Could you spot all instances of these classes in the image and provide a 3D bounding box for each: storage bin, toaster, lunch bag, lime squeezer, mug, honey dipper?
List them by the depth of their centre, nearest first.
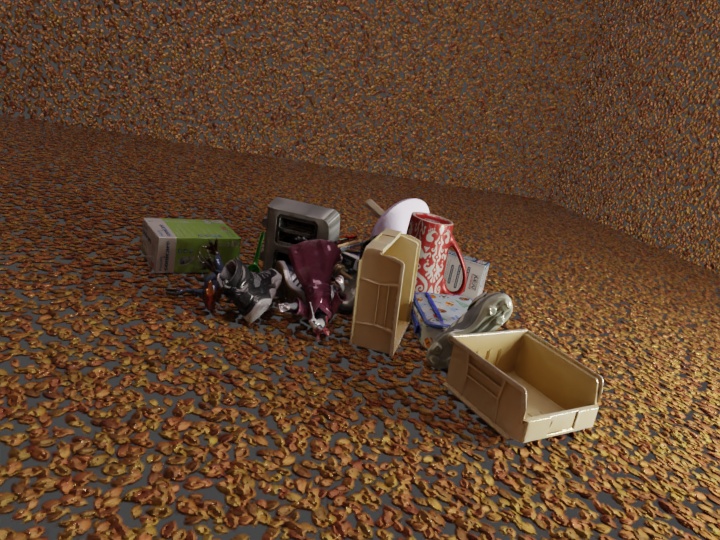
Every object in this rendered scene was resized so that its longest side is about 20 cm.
[{"bbox_3d":[0.278,0.193,1.022,0.194,0.097,0.197,1,20,-33],"label":"storage bin"},{"bbox_3d":[0.055,0.037,1.206,0.090,0.206,0.200,11,17,13],"label":"storage bin"},{"bbox_3d":[0.185,0.110,1.280,0.154,0.078,0.201,7,17,-7],"label":"lunch bag"},{"bbox_3d":[-0.247,0.010,1.318,0.037,0.071,0.203,22,48,-2],"label":"lime squeezer"},{"bbox_3d":[-0.139,-0.059,1.407,0.193,0.187,0.119,13,20,8],"label":"toaster"},{"bbox_3d":[0.171,-0.028,1.456,0.172,0.207,0.133,4,18,-24],"label":"mug"},{"bbox_3d":[-0.015,0.029,1.467,0.037,0.039,0.198,-5,28,-43],"label":"honey dipper"}]

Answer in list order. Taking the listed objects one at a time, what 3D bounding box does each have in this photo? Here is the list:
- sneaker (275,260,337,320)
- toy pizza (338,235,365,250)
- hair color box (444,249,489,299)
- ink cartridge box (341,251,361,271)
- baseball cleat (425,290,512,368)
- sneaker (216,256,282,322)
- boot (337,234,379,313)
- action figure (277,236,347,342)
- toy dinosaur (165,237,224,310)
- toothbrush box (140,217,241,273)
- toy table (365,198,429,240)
[{"bbox_3d":[-0.116,0.041,1.289,0.105,0.072,0.200,-3,29,-27],"label":"sneaker"},{"bbox_3d":[-0.082,-0.067,1.586,0.193,0.033,0.200,-11,6,1],"label":"toy pizza"},{"bbox_3d":[0.240,0.002,1.600,0.195,0.103,0.060,20,15,23],"label":"hair color box"},{"bbox_3d":[0.017,-0.020,1.584,0.092,0.038,0.199,24,11,16],"label":"ink cartridge box"},{"bbox_3d":[0.209,0.115,1.153,0.071,0.197,0.107,54,6,-9],"label":"baseball cleat"},{"bbox_3d":[-0.226,0.017,1.205,0.114,0.075,0.201,46,15,-15],"label":"sneaker"},{"bbox_3d":[0.000,0.000,1.352,0.066,0.135,0.199,19,33,23],"label":"boot"},{"bbox_3d":[-0.091,0.041,1.173,0.129,0.207,0.149,-7,-16,1],"label":"action figure"},{"bbox_3d":[-0.295,0.017,1.230,0.196,0.106,0.184,14,33,-37],"label":"toy dinosaur"},{"bbox_3d":[-0.397,-0.060,1.387,0.195,0.089,0.145,0,21,-36],"label":"toothbrush box"},{"bbox_3d":[0.087,-0.113,1.605,0.197,0.187,0.117,-34,18,-13],"label":"toy table"}]
